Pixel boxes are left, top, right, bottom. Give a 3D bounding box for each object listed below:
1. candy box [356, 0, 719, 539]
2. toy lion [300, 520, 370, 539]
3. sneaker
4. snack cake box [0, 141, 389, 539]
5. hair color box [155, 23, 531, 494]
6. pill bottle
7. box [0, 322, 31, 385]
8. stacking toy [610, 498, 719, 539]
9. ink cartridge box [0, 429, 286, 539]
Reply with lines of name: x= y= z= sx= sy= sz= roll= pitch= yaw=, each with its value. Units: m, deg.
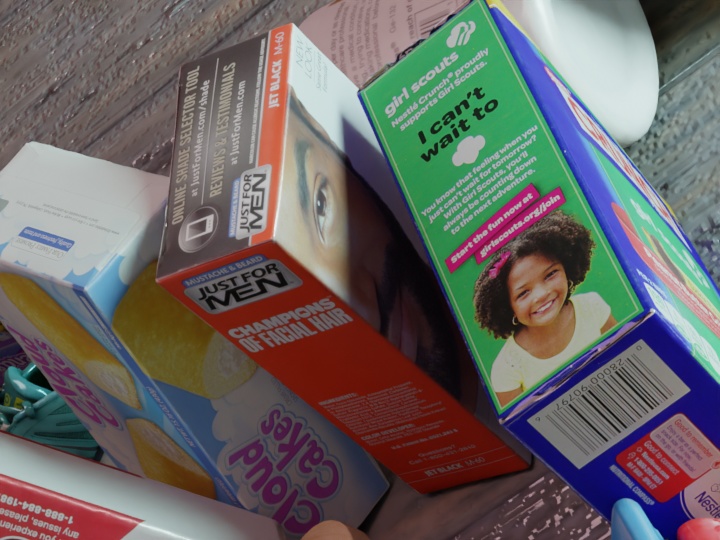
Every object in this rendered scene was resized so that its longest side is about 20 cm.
candy box: x=0.094 y=0.012 z=0.961 sx=0.077 sy=0.169 sz=0.200 roll=-37 pitch=43 yaw=12
toy lion: x=-0.015 y=0.233 z=0.990 sx=0.192 sy=0.069 sz=0.200 roll=-51 pitch=35 yaw=16
sneaker: x=-0.161 y=0.084 z=1.212 sx=0.077 sy=0.080 sz=0.200 roll=24 pitch=80 yaw=48
snack cake box: x=-0.084 y=0.042 z=1.074 sx=0.115 sy=0.200 sz=0.067 roll=15 pitch=57 yaw=46
hair color box: x=0.000 y=0.000 z=1.031 sx=0.064 sy=0.200 sz=0.111 roll=-18 pitch=51 yaw=30
pill bottle: x=0.027 y=-0.081 z=1.130 sx=0.199 sy=0.114 sz=0.115 roll=-21 pitch=49 yaw=31
box: x=-0.234 y=0.017 z=1.283 sx=0.199 sy=0.137 sz=0.039 roll=-15 pitch=53 yaw=34
stacking toy: x=0.202 y=0.100 z=0.870 sx=0.200 sy=0.116 sz=0.110 roll=-32 pitch=39 yaw=2
ink cartridge box: x=-0.128 y=0.185 z=1.009 sx=0.084 sy=0.144 sz=0.201 roll=-125 pitch=55 yaw=-79
